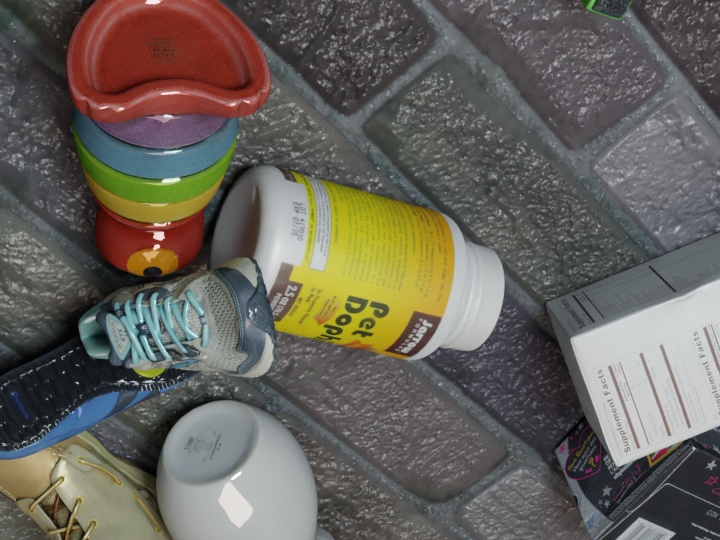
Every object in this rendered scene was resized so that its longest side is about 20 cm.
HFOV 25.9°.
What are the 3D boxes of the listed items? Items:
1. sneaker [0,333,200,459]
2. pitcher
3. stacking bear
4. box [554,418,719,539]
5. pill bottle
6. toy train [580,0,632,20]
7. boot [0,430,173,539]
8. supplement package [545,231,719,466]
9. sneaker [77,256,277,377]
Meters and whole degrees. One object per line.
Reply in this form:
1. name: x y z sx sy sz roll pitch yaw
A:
1. sneaker: -0.194 0.079 1.151 0.198 0.067 0.078 -25 174 -18
2. pitcher: -0.092 0.215 1.222 0.120 0.173 0.201 -1 137 20
3. stacking bear: -0.132 -0.073 1.011 0.120 0.115 0.201 -4 140 -15
4. box: 0.287 0.182 1.347 0.199 0.115 0.132 25 119 -31
5. pill bottle: 0.000 0.000 1.109 0.198 0.110 0.110 14 124 -26
6. toy train: 0.193 -0.251 0.997 0.041 0.057 0.201 12 124 -25
7. boot: -0.215 0.200 1.177 0.073 0.156 0.199 -40 126 19
8. supplement package: 0.259 0.050 1.207 0.198 0.114 0.111 -22 103 2
9. sneaker: -0.123 0.041 1.031 0.085 0.199 0.079 -12 90 -31
